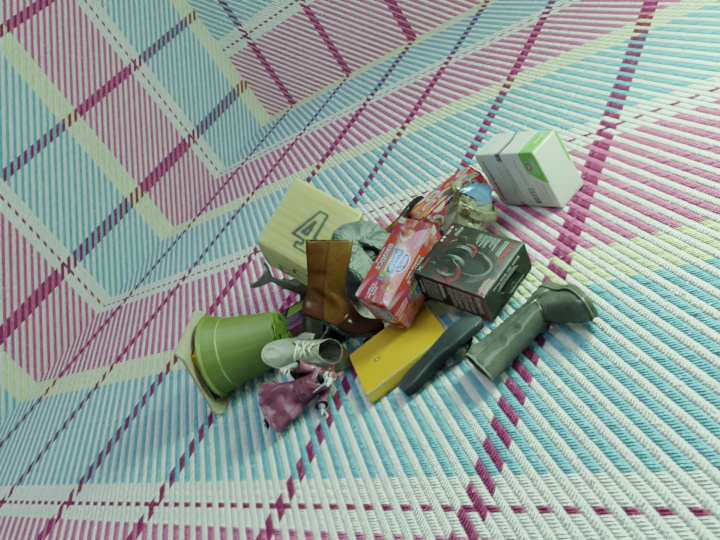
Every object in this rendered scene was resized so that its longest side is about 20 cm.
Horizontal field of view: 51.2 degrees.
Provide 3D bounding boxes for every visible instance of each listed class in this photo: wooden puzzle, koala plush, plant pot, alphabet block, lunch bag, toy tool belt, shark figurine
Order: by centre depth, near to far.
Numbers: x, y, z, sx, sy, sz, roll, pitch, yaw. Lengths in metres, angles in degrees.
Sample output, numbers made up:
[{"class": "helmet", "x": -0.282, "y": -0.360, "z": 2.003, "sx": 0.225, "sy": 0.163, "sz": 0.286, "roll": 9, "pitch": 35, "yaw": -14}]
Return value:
[{"class": "toy tool belt", "x": 0.244, "y": -0.153, "z": 1.649, "sx": 0.122, "sy": 0.126, "sz": 0.200, "roll": 2, "pitch": 19, "yaw": 24}, {"class": "koala plush", "x": 0.000, "y": 0.000, "z": 1.760, "sx": 0.178, "sy": 0.183, "sz": 0.201, "roll": -48, "pitch": -12, "yaw": -30}, {"class": "plant pot", "x": -0.268, "y": 0.183, "z": 1.814, "sx": 0.186, "sy": 0.203, "sz": 0.201, "roll": -16, "pitch": 28, "yaw": 15}, {"class": "wooden puzzle", "x": -0.367, "y": 0.221, "z": 1.834, "sx": 0.037, "sy": 0.202, "sz": 0.186, "roll": -20, "pitch": 27, "yaw": 17}, {"class": "lunch bag", "x": 0.213, "y": -0.170, "z": 1.837, "sx": 0.199, "sy": 0.082, "sz": 0.176, "roll": -38, "pitch": 17, "yaw": 3}, {"class": "alphabet block", "x": -0.118, "y": -0.077, "z": 1.885, "sx": 0.199, "sy": 0.198, "sz": 0.196, "roll": -60, "pitch": -9, "yaw": -11}, {"class": "shark figurine", "x": -0.175, "y": 0.048, "z": 1.997, "sx": 0.128, "sy": 0.212, "sz": 0.091, "roll": 43, "pitch": 122, "yaw": 38}]

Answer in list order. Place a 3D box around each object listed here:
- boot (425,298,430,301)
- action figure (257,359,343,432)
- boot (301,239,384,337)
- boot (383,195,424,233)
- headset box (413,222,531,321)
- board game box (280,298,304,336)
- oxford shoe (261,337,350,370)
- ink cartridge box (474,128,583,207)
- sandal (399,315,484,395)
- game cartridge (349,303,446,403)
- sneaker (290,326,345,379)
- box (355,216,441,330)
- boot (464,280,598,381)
[{"class": "boot", "x": 0.173, "y": -0.017, "z": 1.659, "sx": 0.197, "sy": 0.070, "sz": 0.175, "roll": -14, "pitch": 30, "yaw": 29}, {"class": "action figure", "x": -0.116, "y": 0.256, "z": 1.567, "sx": 0.198, "sy": 0.136, "sz": 0.149, "roll": -30, "pitch": -7, "yaw": 12}, {"class": "boot", "x": -0.032, "y": 0.036, "z": 1.614, "sx": 0.184, "sy": 0.205, "sz": 0.068, "roll": 6, "pitch": 6, "yaw": 7}, {"class": "boot", "x": 0.081, "y": -0.104, "z": 1.976, "sx": 0.199, "sy": 0.068, "sz": 0.190, "roll": -20, "pitch": 36, "yaw": 52}, {"class": "headset box", "x": 0.226, "y": 0.002, "z": 1.464, "sx": 0.198, "sy": 0.076, "sz": 0.149, "roll": 21, "pitch": 61, "yaw": 42}, {"class": "board game box", "x": -0.216, "y": 0.153, "z": 1.956, "sx": 0.198, "sy": 0.032, "sz": 0.121, "roll": -30, "pitch": 21, "yaw": 22}, {"class": "oxford shoe", "x": -0.118, "y": 0.175, "z": 1.610, "sx": 0.195, "sy": 0.058, "sz": 0.077, "roll": 3, "pitch": 63, "yaw": 7}, {"class": "ink cartridge box", "x": 0.363, "y": -0.221, "z": 1.633, "sx": 0.084, "sy": 0.146, "sz": 0.199, "roll": -44, "pitch": 24, "yaw": -16}, {"class": "sandal", "x": 0.155, "y": 0.159, "z": 1.395, "sx": 0.200, "sy": 0.043, "sz": 0.076, "roll": -45, "pitch": 15, "yaw": 11}, {"class": "game cartridge", "x": 0.078, "y": 0.160, "z": 1.513, "sx": 0.198, "sy": 0.033, "sz": 0.177, "roll": -36, "pitch": 23, "yaw": 2}, {"class": "sneaker", "x": -0.081, "y": 0.175, "z": 1.680, "sx": 0.200, "sy": 0.076, "sz": 0.091, "roll": -46, "pitch": 33, "yaw": 0}, {"class": "box", "x": 0.090, "y": 0.004, "z": 1.542, "sx": 0.094, "sy": 0.100, "sz": 0.202, "roll": 17, "pitch": 69, "yaw": 41}, {"class": "boot", "x": 0.281, "y": 0.105, "z": 1.258, "sx": 0.198, "sy": 0.073, "sz": 0.182, "roll": -35, "pitch": 9, "yaw": -10}]
